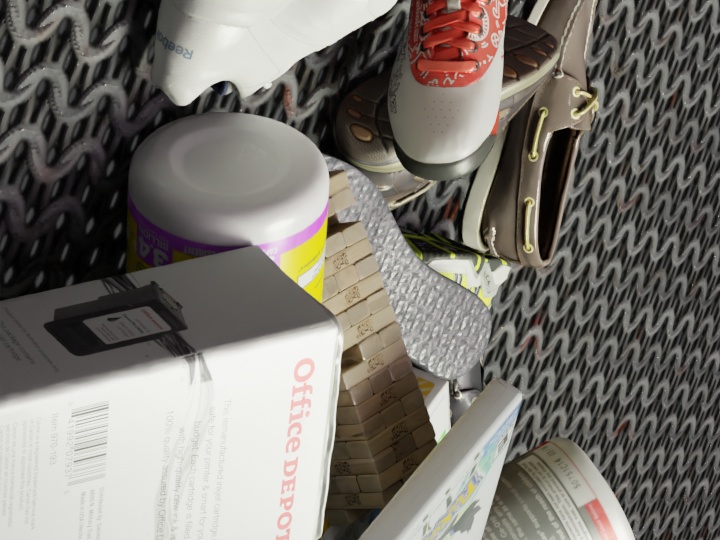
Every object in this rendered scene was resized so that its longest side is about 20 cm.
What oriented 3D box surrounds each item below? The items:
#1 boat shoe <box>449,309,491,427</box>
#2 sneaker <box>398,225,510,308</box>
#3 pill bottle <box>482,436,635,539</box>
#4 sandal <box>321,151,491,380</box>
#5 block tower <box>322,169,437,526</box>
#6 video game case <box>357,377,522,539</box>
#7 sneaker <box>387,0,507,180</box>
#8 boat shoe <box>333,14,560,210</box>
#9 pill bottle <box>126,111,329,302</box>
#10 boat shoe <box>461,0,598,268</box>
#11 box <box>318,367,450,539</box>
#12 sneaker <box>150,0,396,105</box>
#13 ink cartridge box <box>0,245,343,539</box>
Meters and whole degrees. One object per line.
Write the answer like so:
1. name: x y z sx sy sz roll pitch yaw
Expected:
1. boat shoe: 0.073 0.096 1.933 0.073 0.063 0.200 -34 140 -54
2. sneaker: 0.040 0.016 1.775 0.200 0.075 0.077 14 97 -66
3. pill bottle: 0.076 0.205 1.886 0.200 0.114 0.114 -27 145 -12
4. sandal: 0.000 0.001 1.650 0.076 0.043 0.200 -54 129 -12
5. block tower: -0.014 0.039 1.561 0.054 0.058 0.200 -29 105 -42
6. video game case: 0.016 0.177 1.555 0.200 0.022 0.182 -48 162 -33
7. sneaker: 0.051 -0.157 1.612 0.108 0.067 0.202 79 20 -51
8. boat shoe: 0.046 -0.096 1.708 0.200 0.074 0.073 -32 149 -42
9. pill bottle: -0.072 0.024 1.488 0.104 0.104 0.200 -43 147 -45
10. boat shoe: 0.126 -0.101 1.879 0.072 0.059 0.200 -5 115 -64
11. box: -0.039 0.143 1.661 0.200 0.112 0.101 -52 152 -37
12. sneaker: -0.048 -0.137 1.466 0.200 0.074 0.087 -16 136 -54
13. ink cartridge box: -0.118 0.084 1.362 0.200 0.083 0.145 -13 126 -30
